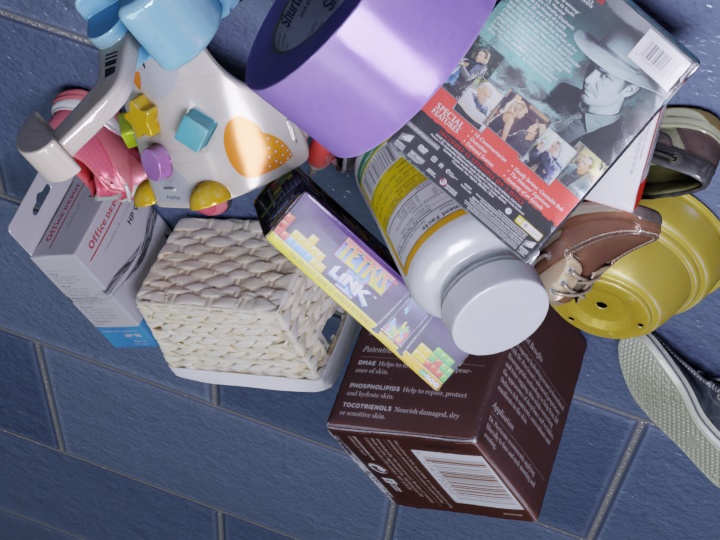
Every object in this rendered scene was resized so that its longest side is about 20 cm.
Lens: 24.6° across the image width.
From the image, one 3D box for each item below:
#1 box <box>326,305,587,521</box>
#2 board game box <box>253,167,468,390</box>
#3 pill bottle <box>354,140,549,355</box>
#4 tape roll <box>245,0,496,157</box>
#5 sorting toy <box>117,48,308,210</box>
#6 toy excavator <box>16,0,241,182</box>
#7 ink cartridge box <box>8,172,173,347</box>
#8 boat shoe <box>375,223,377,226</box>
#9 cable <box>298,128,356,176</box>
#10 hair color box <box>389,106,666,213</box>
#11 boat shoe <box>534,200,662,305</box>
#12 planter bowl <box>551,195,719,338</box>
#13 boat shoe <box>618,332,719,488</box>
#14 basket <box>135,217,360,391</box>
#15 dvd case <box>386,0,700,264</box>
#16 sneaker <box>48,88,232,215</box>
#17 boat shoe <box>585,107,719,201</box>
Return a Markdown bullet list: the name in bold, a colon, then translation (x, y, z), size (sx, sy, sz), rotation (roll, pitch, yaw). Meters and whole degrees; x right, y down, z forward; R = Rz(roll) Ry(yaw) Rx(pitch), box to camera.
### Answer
- **box**: translation (0.097, 0.110, 1.588), size (0.163, 0.202, 0.166), rotation (1, 147, 32)
- **board game box**: translation (0.000, 0.000, 1.434), size (0.200, 0.057, 0.165), rotation (42, -176, -14)
- **pill bottle**: translation (0.077, -0.033, 1.348), size (0.111, 0.201, 0.114), rotation (-14, 139, -13)
- **tape roll**: translation (0.010, -0.187, 1.190), size (0.085, 0.202, 0.199), rotation (36, 147, -22)
- **sorting toy**: translation (-0.169, -0.155, 1.462), size (0.199, 0.107, 0.182), rotation (4, 124, 52)
- **toy excavator**: translation (-0.179, -0.180, 1.285), size (0.193, 0.201, 0.100), rotation (-26, 129, 18)
- **ink cartridge box**: translation (-0.264, -0.024, 1.718), size (0.066, 0.117, 0.200), rotation (-1, 143, 35)
- **boat shoe**: translation (0.038, -0.064, 1.496), size (0.074, 0.067, 0.200), rotation (14, 149, 15)
- **cable**: translation (-0.028, -0.146, 1.409), size (0.098, 0.050, 0.200), rotation (59, 159, 15)
- **hair color box**: translation (0.133, -0.128, 1.280), size (0.198, 0.064, 0.112), rotation (17, 106, 12)
- **boat shoe**: translation (0.172, -0.007, 1.365), size (0.075, 0.073, 0.199), rotation (11, 161, -33)
- **planter bowl**: translation (0.222, 0.002, 1.458), size (0.198, 0.084, 0.201), rotation (17, 149, 11)
- **boat shoe**: translation (0.324, 0.127, 1.611), size (0.200, 0.062, 0.074), rotation (48, 150, -11)
- **basket**: translation (-0.111, 0.029, 1.683), size (0.198, 0.136, 0.124), rotation (4, 141, 30)
- **dvd case**: translation (0.134, -0.125, 1.233), size (0.146, 0.022, 0.201), rotation (39, 111, 0)
- **sneaker**: translation (-0.223, -0.092, 1.611), size (0.198, 0.087, 0.074), rotation (28, 151, -8)
- **boat shoe**: translation (0.199, -0.087, 1.348), size (0.199, 0.066, 0.072), rotation (-4, 137, 35)
